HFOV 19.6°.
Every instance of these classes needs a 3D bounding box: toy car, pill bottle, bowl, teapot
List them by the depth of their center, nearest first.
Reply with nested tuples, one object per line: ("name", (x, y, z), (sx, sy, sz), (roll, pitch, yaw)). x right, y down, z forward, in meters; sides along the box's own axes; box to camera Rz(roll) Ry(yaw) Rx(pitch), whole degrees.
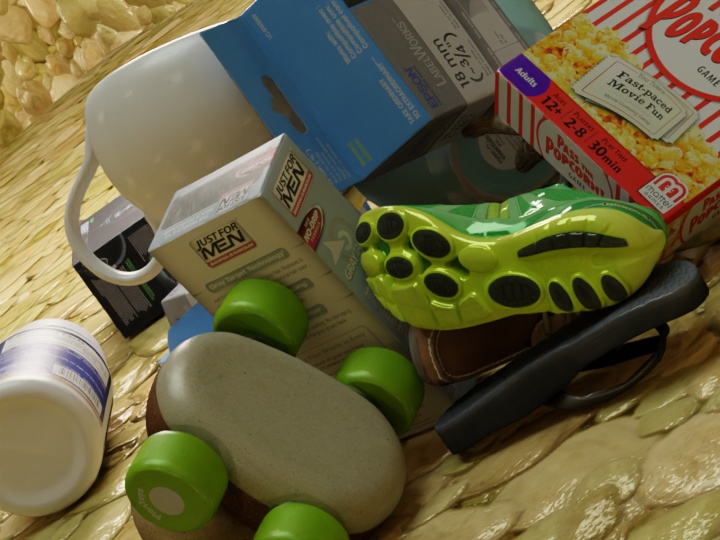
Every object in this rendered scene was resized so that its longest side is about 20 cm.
("toy car", (-0.074, 0.138, 1.245), (0.200, 0.157, 0.165), (-57, 3, 44))
("teapot", (-0.094, -0.084, 1.468), (0.196, 0.147, 0.200), (-19, -3, -31))
("bowl", (0.087, -0.121, 1.555), (0.200, 0.202, 0.105), (-39, 34, -13))
("pill bottle", (-0.260, 0.113, 1.703), (0.115, 0.116, 0.200), (-34, 14, 7))

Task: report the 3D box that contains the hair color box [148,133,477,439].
("hair color box", (-0.025, 0.019, 1.282), (0.099, 0.200, 0.061), (-24, 31, 36))

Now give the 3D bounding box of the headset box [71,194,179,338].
("headset box", (-0.177, -0.046, 2.048), (0.199, 0.093, 0.174), (-34, 15, 3))

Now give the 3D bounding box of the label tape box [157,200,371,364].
("label tape box", (-0.093, 0.002, 1.772), (0.199, 0.066, 0.143), (-15, 26, 50))

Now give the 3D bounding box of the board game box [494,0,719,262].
("board game box", (0.205, -0.116, 1.286), (0.199, 0.152, 0.046), (-35, -29, -19))

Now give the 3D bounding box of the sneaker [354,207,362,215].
("sneaker", (-0.036, 0.024, 1.531), (0.074, 0.087, 0.200), (-24, 19, 33))

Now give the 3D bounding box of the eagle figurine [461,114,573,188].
("eagle figurine", (0.197, -0.111, 1.416), (0.199, 0.152, 0.152), (-10, 37, -44))

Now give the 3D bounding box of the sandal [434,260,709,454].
("sandal", (0.127, 0.054, 1.185), (0.200, 0.043, 0.076), (-36, 4, 39))

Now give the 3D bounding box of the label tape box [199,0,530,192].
("label tape box", (0.012, -0.147, 1.397), (0.199, 0.145, 0.063), (-28, -12, -45))

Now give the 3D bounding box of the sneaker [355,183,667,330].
("sneaker", (0.086, -0.008, 1.196), (0.199, 0.075, 0.083), (2, 14, 34))

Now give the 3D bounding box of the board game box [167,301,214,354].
("board game box", (-0.035, 0.050, 1.437), (0.157, 0.039, 0.200), (24, 49, 25))

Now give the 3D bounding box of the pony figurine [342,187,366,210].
("pony figurine", (0.029, -0.133, 1.666), (0.200, 0.166, 0.193), (-51, -11, -2))

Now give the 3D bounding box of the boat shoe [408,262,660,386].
("boat shoe", (0.112, 0.006, 1.260), (0.199, 0.076, 0.072), (-36, 22, -29))
